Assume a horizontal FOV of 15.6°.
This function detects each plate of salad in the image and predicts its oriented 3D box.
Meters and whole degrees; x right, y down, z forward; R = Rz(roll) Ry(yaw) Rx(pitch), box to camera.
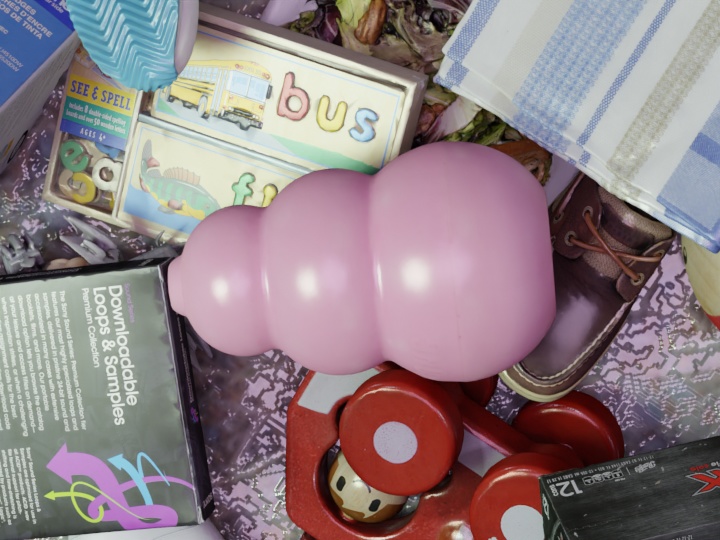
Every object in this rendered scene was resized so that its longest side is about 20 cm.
[{"bbox_3d":[0.032,-0.095,1.448,0.199,0.048,0.202,1,96,6],"label":"plate of salad"}]

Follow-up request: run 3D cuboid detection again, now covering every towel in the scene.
[{"bbox_3d":[0.146,-0.116,1.359,0.200,0.024,0.147,35,97,28],"label":"towel"}]

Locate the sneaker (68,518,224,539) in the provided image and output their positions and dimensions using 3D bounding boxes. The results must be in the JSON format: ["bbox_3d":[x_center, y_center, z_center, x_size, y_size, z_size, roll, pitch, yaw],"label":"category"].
[{"bbox_3d":[-0.167,0.175,1.479,0.199,0.075,0.116,-24,91,2],"label":"sneaker"}]

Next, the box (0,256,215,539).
[{"bbox_3d":[-0.185,0.074,1.415,0.199,0.036,0.144,-6,100,14],"label":"box"}]

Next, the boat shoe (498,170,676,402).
[{"bbox_3d":[0.135,-0.024,1.408,0.072,0.072,0.201,33,80,2],"label":"boat shoe"}]

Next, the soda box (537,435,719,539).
[{"bbox_3d":[0.196,0.127,1.338,0.199,0.071,0.064,-13,124,-7],"label":"soda box"}]

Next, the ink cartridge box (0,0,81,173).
[{"bbox_3d":[-0.223,-0.084,1.401,0.076,0.200,0.137,38,135,1],"label":"ink cartridge box"}]

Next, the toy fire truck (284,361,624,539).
[{"bbox_3d":[0.042,0.131,1.446,0.199,0.112,0.168,32,116,2],"label":"toy fire truck"}]

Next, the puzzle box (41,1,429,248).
[{"bbox_3d":[-0.071,-0.073,1.441,0.199,0.025,0.134,18,107,14],"label":"puzzle box"}]

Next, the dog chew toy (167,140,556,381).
[{"bbox_3d":[0.000,0.000,1.358,0.198,0.125,0.125,-5,95,3],"label":"dog chew toy"}]

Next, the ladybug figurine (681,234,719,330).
[{"bbox_3d":[0.248,0.021,1.386,0.199,0.136,0.072,31,74,-21],"label":"ladybug figurine"}]

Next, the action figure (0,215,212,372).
[{"bbox_3d":[-0.170,0.045,1.462,0.200,0.069,0.130,-40,101,13],"label":"action figure"}]

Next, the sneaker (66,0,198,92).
[{"bbox_3d":[-0.117,-0.188,1.405,0.076,0.081,0.201,-22,68,26],"label":"sneaker"}]
